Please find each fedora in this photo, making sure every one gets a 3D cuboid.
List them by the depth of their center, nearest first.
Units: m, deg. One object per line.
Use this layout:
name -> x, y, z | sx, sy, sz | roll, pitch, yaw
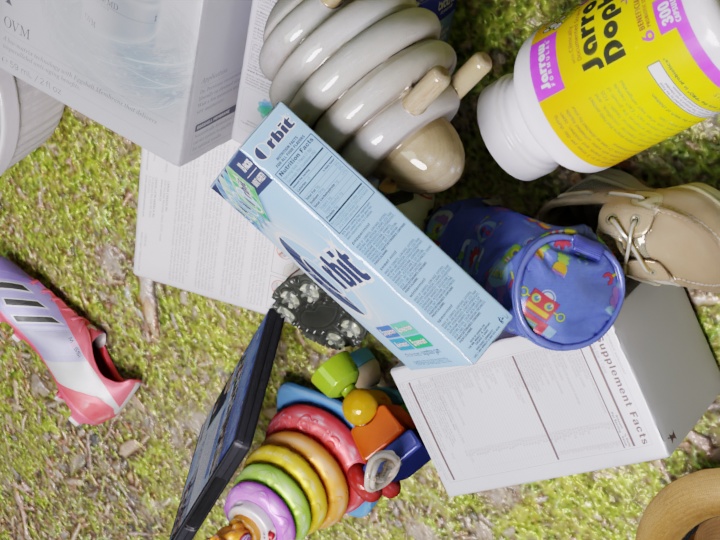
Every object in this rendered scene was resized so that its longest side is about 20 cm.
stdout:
fedora -> 0.294, 0.209, 1.077 | 0.199, 0.082, 0.202 | 21, 129, 28

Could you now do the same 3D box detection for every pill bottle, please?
pill bottle -> 0.171, -0.129, 0.975 | 0.199, 0.104, 0.105 | -27, 96, 41

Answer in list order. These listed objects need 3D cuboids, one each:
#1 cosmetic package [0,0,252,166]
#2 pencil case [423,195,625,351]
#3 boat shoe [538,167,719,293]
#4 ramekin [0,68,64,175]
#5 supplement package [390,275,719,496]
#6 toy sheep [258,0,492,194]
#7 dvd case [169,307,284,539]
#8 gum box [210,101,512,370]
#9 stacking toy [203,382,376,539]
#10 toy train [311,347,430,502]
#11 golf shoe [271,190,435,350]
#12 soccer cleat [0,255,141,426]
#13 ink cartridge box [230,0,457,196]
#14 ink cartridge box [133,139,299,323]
cosmetic package -> -0.168, -0.224, 1.163 | 0.198, 0.123, 0.202 | 28, 125, 21
pencil case -> 0.106, -0.003, 1.031 | 0.088, 0.077, 0.200 | -71, 19, 3
boat shoe -> 0.186, -0.021, 0.985 | 0.200, 0.064, 0.073 | 31, 138, 63
ramekin -> -0.352, -0.177, 1.332 | 0.199, 0.105, 0.202 | 16, 121, 29
supplement package -> 0.144, 0.079, 1.099 | 0.199, 0.109, 0.115 | -17, 102, 40
toy sheep -> 0.000, -0.134, 0.990 | 0.201, 0.137, 0.138 | 55, 132, 10
dvd case -> -0.117, 0.143, 1.293 | 0.017, 0.144, 0.200 | 21, 138, -11
gum box -> -0.006, -0.015, 1.007 | 0.200, 0.045, 0.170 | 43, 169, -6
stacking toy -> -0.074, 0.195, 1.256 | 0.109, 0.200, 0.117 | 21, 126, 26
toy train -> 0.004, 0.112, 1.174 | 0.084, 0.200, 0.116 | -40, 77, 7
golf shoe -> 0.000, 0.000, 1.189 | 0.077, 0.088, 0.200 | 41, 146, -9
soccer cleat -> -0.291, 0.057, 1.447 | 0.076, 0.067, 0.201 | -38, 82, 11
ink cartridge box -> -0.009, -0.169, 1.103 | 0.136, 0.076, 0.202 | 26, 127, 19
ink cartridge box -> -0.091, -0.045, 1.262 | 0.198, 0.050, 0.162 | 15, 123, 8
